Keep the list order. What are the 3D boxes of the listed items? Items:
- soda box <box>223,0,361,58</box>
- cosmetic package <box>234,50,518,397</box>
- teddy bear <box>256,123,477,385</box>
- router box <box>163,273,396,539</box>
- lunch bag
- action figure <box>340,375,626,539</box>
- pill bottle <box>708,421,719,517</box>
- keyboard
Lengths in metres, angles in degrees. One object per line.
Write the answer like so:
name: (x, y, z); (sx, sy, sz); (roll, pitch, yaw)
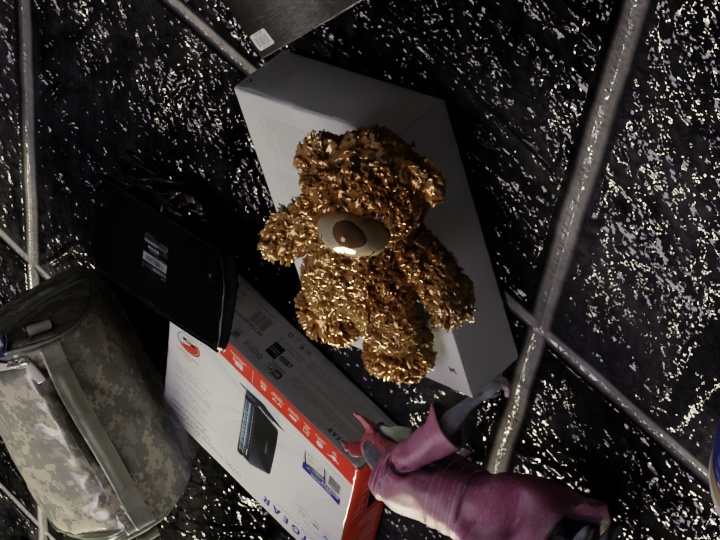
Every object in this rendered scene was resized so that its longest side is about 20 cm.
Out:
soda box: (-0.008, -0.183, 1.309); (0.064, 0.071, 0.200); (57, 153, -8)
cosmetic package: (0.011, -0.030, 1.490); (0.150, 0.052, 0.201); (24, 142, 45)
teddy bear: (0.000, 0.000, 1.419); (0.145, 0.067, 0.200); (44, 152, 7)
router box: (-0.063, 0.113, 1.784); (0.200, 0.049, 0.180); (42, 152, 19)
lunch bag: (-0.222, 0.110, 1.888); (0.201, 0.139, 0.168); (63, 173, -17)
action figure: (0.067, 0.157, 1.541); (0.199, 0.149, 0.134); (22, 149, 23)
pill bottle: (0.242, 0.057, 1.158); (0.116, 0.116, 0.201); (39, 150, 23)
keyboard: (-0.135, -0.021, 1.729); (0.200, 0.039, 0.105); (31, 121, 49)
